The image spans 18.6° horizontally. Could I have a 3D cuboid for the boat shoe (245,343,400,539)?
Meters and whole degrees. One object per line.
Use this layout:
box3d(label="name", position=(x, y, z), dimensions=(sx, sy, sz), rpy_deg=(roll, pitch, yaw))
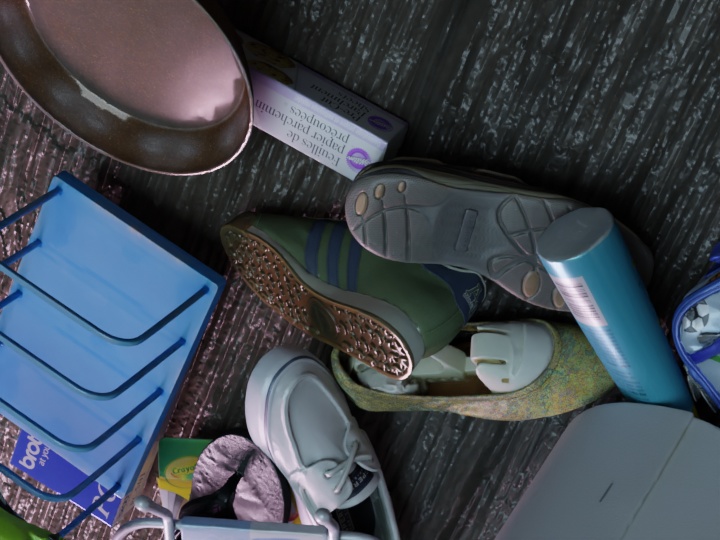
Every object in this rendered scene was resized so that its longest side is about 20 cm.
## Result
box3d(label="boat shoe", position=(-0.015, 0.131, 1.479), dimensions=(0.065, 0.074, 0.200), rpy_deg=(26, 152, 42))

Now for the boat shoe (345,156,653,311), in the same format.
box3d(label="boat shoe", position=(0.089, -0.033, 1.382), dimensions=(0.199, 0.073, 0.075), rpy_deg=(18, 115, -8))

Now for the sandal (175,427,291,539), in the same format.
box3d(label="sandal", position=(-0.103, 0.199, 1.536), dimensions=(0.075, 0.048, 0.201), rpy_deg=(28, 122, 11))

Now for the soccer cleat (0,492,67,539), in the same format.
box3d(label="soccer cleat", position=(-0.255, 0.171, 1.442), dimensions=(0.200, 0.068, 0.081), rpy_deg=(39, 136, 7))

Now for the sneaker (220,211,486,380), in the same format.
box3d(label="sneaker", position=(0.000, 0.000, 1.441), dimensions=(0.200, 0.090, 0.067), rpy_deg=(31, 146, 44))

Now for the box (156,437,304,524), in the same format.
box3d(label="box", position=(-0.077, 0.206, 1.584), dimensions=(0.117, 0.048, 0.201), rpy_deg=(2, 116, 24))

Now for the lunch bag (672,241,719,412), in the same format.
box3d(label="lunch bag", position=(0.289, 0.034, 1.320), dimensions=(0.200, 0.076, 0.160), rpy_deg=(-33, 95, 31))

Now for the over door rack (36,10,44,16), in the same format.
box3d(label="over door rack", position=(-0.188, -0.260, 1.395), dimensions=(0.148, 0.067, 0.200), rpy_deg=(52, 142, -7))

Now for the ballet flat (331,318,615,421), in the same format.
box3d(label="ballet flat", position=(0.069, 0.060, 1.430), dimensions=(0.199, 0.071, 0.071), rpy_deg=(-3, 112, 28))

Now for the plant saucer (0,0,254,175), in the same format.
box3d(label="plant saucer", position=(-0.149, -0.145, 1.395), dimensions=(0.200, 0.035, 0.201), rpy_deg=(21, 145, 16))

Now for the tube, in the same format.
box3d(label="tube", position=(0.170, 0.053, 1.357), dimensions=(0.050, 0.077, 0.200), rpy_deg=(-31, 120, -2))

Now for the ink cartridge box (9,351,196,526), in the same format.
box3d(label="ink cartridge box", position=(-0.178, 0.079, 1.571), dimensions=(0.094, 0.044, 0.200), rpy_deg=(30, 122, 11))

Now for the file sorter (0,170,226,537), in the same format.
box3d(label="file sorter", position=(-0.208, 0.066, 1.481), dimensions=(0.139, 0.123, 0.200), rpy_deg=(34, 123, 12))

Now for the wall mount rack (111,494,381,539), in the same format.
box3d(label="wall mount rack", position=(-0.075, 0.192, 1.448), dimensions=(0.199, 0.075, 0.174), rpy_deg=(3, 129, 5))

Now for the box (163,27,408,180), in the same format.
box3d(label="box", position=(-0.066, -0.121, 1.430), dimensions=(0.200, 0.041, 0.039), rpy_deg=(30, 123, 10))

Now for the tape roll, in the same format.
box3d(label="tape roll", position=(0.180, 0.200, 1.364), dimensions=(0.202, 0.139, 0.203), rpy_deg=(26, 149, 17))
